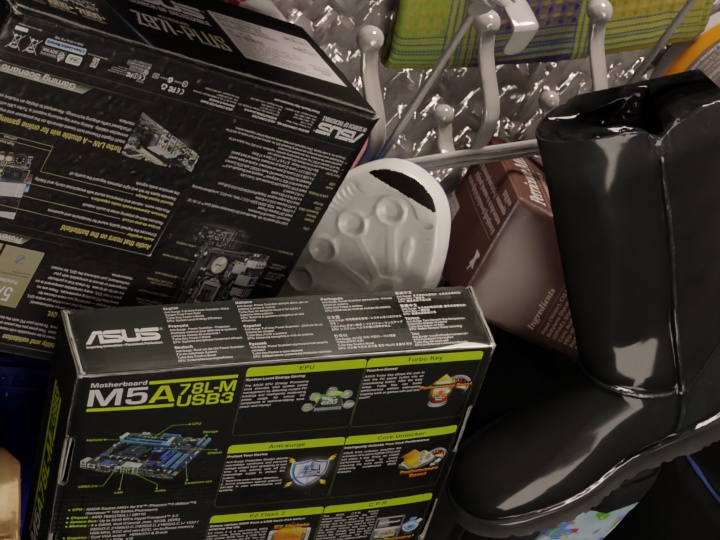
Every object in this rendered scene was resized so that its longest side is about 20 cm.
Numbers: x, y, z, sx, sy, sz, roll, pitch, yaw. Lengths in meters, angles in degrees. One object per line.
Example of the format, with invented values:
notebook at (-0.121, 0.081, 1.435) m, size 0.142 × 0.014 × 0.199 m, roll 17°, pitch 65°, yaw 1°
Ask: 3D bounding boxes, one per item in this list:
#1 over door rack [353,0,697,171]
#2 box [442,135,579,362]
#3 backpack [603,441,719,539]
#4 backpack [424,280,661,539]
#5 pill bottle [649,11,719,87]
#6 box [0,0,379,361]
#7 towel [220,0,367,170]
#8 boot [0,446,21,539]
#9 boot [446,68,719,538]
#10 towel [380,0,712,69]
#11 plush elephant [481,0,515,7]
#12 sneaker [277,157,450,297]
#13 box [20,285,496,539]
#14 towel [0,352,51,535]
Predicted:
over door rack at (0.081, -0.106, 1.063) m, size 0.148 × 0.067 × 0.200 m, roll -11°, pitch 166°, yaw -28°
box at (0.144, 0.011, 1.188) m, size 0.200 × 0.100 × 0.075 m, roll 23°, pitch 109°, yaw -16°
backpack at (0.181, 0.172, 1.350) m, size 0.134 × 0.183 × 0.200 m, roll -15°, pitch 149°, yaw -45°
backpack at (0.069, 0.122, 1.253) m, size 0.154 × 0.163 × 0.200 m, roll 4°, pitch 131°, yaw -52°
pill bottle at (0.244, -0.047, 1.185) m, size 0.116 × 0.200 × 0.116 m, roll -18°, pitch 134°, yaw -20°
box at (-0.120, -0.046, 1.002) m, size 0.200 × 0.086 × 0.164 m, roll 13°, pitch 116°, yaw -38°
towel at (-0.091, -0.075, 1.075) m, size 0.144 × 0.023 × 0.200 m, roll -39°, pitch 136°, yaw 0°
boot at (-0.257, 0.089, 1.032) m, size 0.200 × 0.066 × 0.175 m, roll 3°, pitch 138°, yaw -9°
boot at (0.107, 0.016, 1.062) m, size 0.165 × 0.066 × 0.200 m, roll -25°, pitch 132°, yaw -23°
towel at (0.108, -0.169, 1.125) m, size 0.200 × 0.023 × 0.144 m, roll -11°, pitch 131°, yaw -25°
plush elephant at (0.004, -0.220, 0.936) m, size 0.200 × 0.155 × 0.165 m, roll 25°, pitch 158°, yaw -10°
sneaker at (0.000, 0.000, 1.134) m, size 0.200 × 0.081 × 0.146 m, roll -60°, pitch 175°, yaw 33°
box at (-0.054, 0.091, 1.060) m, size 0.200 × 0.048 × 0.193 m, roll -4°, pitch 135°, yaw -19°
towel at (-0.176, 0.087, 1.135) m, size 0.200 × 0.050 × 0.148 m, roll 2°, pitch 123°, yaw -34°
